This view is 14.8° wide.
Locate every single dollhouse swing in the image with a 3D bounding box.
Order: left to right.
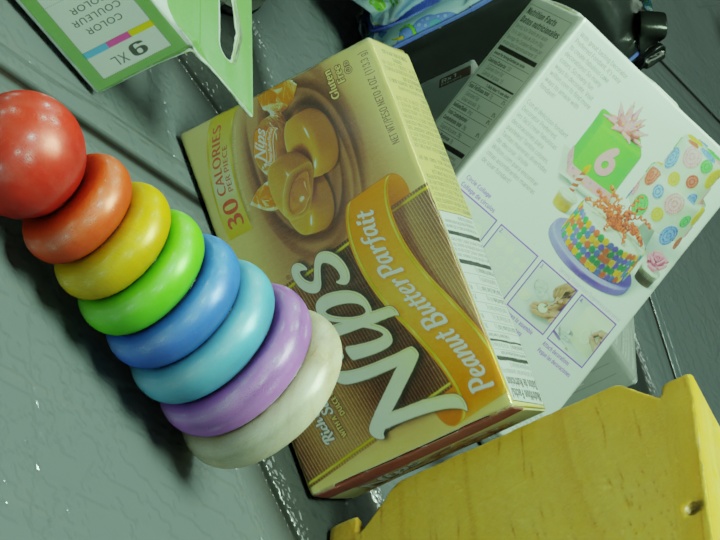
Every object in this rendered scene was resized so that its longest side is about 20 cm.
[{"bbox_3d":[0.113,0.192,1.305,0.176,0.200,0.182,52,22,-30],"label":"dollhouse swing"}]

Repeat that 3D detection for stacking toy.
[{"bbox_3d":[-0.096,-0.005,1.197,0.200,0.085,0.085,48,25,-30],"label":"stacking toy"}]

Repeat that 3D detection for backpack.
[{"bbox_3d":[0.081,-0.188,1.727,0.147,0.183,0.200,58,15,-22],"label":"backpack"}]

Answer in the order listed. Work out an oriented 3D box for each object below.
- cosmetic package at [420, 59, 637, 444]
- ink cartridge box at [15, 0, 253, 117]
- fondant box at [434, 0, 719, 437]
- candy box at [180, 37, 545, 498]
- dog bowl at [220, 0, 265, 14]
[{"bbox_3d":[0.068,-0.008,1.584,0.200,0.107,0.090,51,24,-29],"label":"cosmetic package"},{"bbox_3d":[-0.128,-0.158,1.323,0.200,0.059,0.104,49,25,-39],"label":"ink cartridge box"},{"bbox_3d":[0.091,-0.024,1.490,0.144,0.200,0.058,39,-1,-30],"label":"fondant box"},{"bbox_3d":[0.000,0.000,1.377,0.055,0.115,0.200,10,57,-66],"label":"candy box"},{"bbox_3d":[-0.079,-0.248,1.544,0.200,0.074,0.200,52,22,-31],"label":"dog bowl"}]
